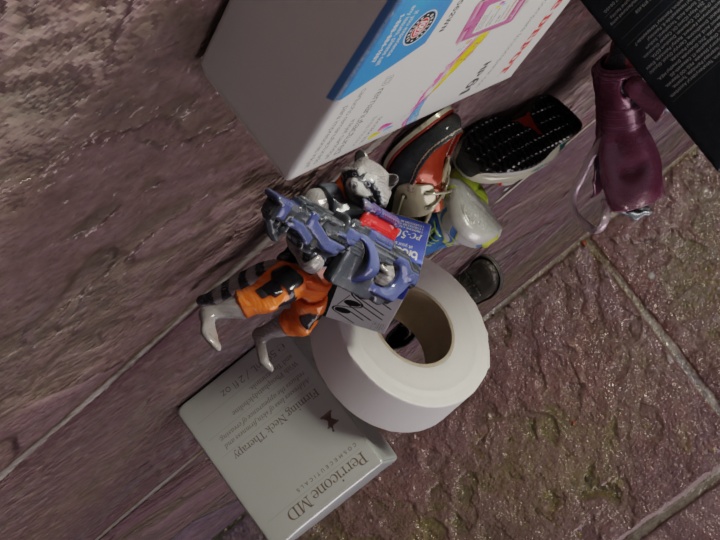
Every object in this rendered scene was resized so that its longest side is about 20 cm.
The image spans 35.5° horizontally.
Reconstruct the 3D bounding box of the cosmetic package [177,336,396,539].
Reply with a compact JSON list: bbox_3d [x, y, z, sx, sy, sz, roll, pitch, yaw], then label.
[{"bbox_3d":[-0.083,0.200,1.365,0.167,0.201,0.166,-38,169,1],"label":"cosmetic package"}]

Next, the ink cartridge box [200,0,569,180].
[{"bbox_3d":[0.034,-0.150,0.592,0.199,0.085,0.145,-31,167,-39],"label":"ink cartridge box"}]

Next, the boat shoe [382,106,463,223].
[{"bbox_3d":[0.052,-0.076,1.029,0.071,0.063,0.200,-29,165,-30],"label":"boat shoe"}]

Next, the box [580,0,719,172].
[{"bbox_3d":[0.321,-0.212,0.977,0.124,0.197,0.199,-44,167,34],"label":"box"}]

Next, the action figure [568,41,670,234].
[{"bbox_3d":[0.263,-0.163,1.170,0.148,0.134,0.202,-24,123,-15],"label":"action figure"}]

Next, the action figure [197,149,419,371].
[{"bbox_3d":[-0.052,-0.019,0.893,0.194,0.105,0.200,-46,143,4],"label":"action figure"}]

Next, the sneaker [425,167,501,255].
[{"bbox_3d":[0.083,-0.041,1.145,0.105,0.076,0.200,-39,-175,14],"label":"sneaker"}]

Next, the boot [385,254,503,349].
[{"bbox_3d":[0.137,0.063,1.880,0.173,0.069,0.200,-30,169,-40],"label":"boot"}]

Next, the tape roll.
[{"bbox_3d":[0.047,0.078,1.281,0.202,0.203,0.071,-28,166,-41],"label":"tape roll"}]

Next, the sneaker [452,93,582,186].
[{"bbox_3d":[0.153,-0.114,1.171,0.199,0.070,0.094,-31,162,-46],"label":"sneaker"}]

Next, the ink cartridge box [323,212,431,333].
[{"bbox_3d":[0.000,0.000,1.073,0.200,0.093,0.045,112,-6,-67],"label":"ink cartridge box"}]
